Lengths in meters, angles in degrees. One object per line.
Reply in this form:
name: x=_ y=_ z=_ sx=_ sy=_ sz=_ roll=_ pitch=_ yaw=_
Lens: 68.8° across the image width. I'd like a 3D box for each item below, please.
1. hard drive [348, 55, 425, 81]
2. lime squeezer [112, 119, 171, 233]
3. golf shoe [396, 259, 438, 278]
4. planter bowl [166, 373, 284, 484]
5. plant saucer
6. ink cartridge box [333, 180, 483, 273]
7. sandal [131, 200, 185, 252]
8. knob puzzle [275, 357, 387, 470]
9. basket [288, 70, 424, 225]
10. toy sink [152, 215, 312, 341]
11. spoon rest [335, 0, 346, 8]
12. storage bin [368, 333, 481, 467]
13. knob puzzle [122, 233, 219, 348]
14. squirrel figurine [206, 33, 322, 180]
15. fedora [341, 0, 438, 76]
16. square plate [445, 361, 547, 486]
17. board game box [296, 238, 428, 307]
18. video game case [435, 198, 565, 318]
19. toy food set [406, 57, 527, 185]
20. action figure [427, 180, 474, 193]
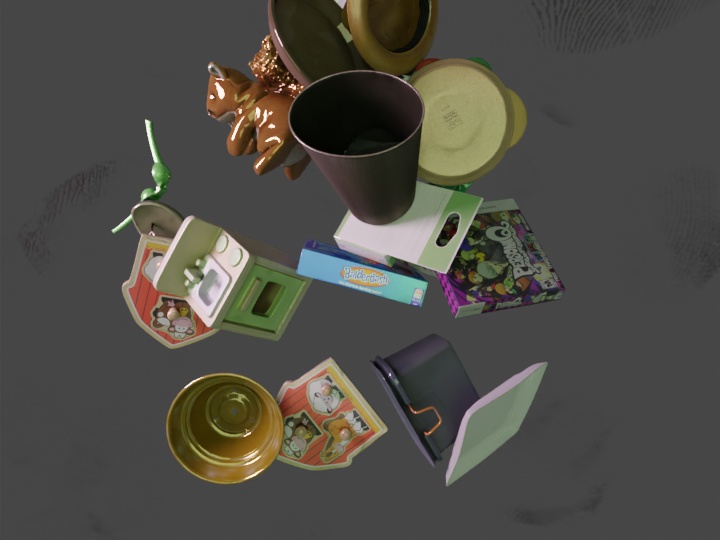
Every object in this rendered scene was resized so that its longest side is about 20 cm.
hard drive: x=0.036 y=-0.282 z=0.875 sx=0.199 sy=0.042 sz=0.136 roll=2 pitch=100 yaw=-2
lime squeezer: x=-0.359 y=-0.144 z=0.881 sx=0.070 sy=0.038 sz=0.201 roll=20 pitch=99 yaw=-6
golf shoe: x=0.116 y=-0.032 z=0.896 sx=0.199 sy=0.092 sz=0.073 roll=19 pitch=101 yaw=-4
planter bowl: x=-0.230 y=0.264 z=0.931 sx=0.199 sy=0.083 sz=0.202 roll=0 pitch=99 yaw=-2
plant saucer: x=-0.059 y=-0.330 z=0.772 sx=0.029 sy=0.200 sz=0.201 roll=-24 pitch=102 yaw=39
ink cartridge box: x=0.076 y=-0.074 z=0.836 sx=0.199 sy=0.048 sz=0.146 roll=21 pitch=70 yaw=24
sandal: x=-0.316 y=-0.026 z=0.888 sx=0.079 sy=0.057 sz=0.202 roll=-23 pitch=105 yaw=6
knob puzzle: x=-0.079 y=0.286 z=0.962 sx=0.218 sy=0.030 sz=0.221 roll=0 pitch=100 yaw=-3
basket: x=0.011 y=-0.161 z=0.753 sx=0.179 sy=0.200 sz=0.137 roll=9 pitch=69 yaw=15
toy sink: x=-0.194 y=0.019 z=0.828 sx=0.200 sy=0.112 sz=0.131 roll=24 pitch=99 yaw=-48
spoon rest: x=-0.007 y=-0.473 z=0.833 sx=0.200 sy=0.061 sz=0.100 roll=-36 pitch=99 yaw=2
storage bin: x=0.126 y=0.215 z=0.921 sx=0.134 sy=0.146 sz=0.201 roll=-32 pitch=100 yaw=-8
knob puzzle: x=-0.296 y=0.050 z=0.886 sx=0.218 sy=0.030 sz=0.221 roll=-9 pitch=118 yaw=-17
squirrel figurine: x=-0.145 y=-0.268 z=0.824 sx=0.187 sy=0.141 sz=0.200 roll=44 pitch=113 yaw=8
fedora: x=0.036 y=-0.396 z=0.801 sx=0.200 sy=0.082 sz=0.202 roll=-19 pitch=118 yaw=-41
square plate: x=0.226 y=0.257 z=0.900 sx=0.197 sy=0.028 sz=0.201 roll=-22 pitch=136 yaw=-31
board game box: x=0.000 y=0.000 z=0.865 sx=0.199 sy=0.152 sz=0.045 roll=15 pitch=98 yaw=-6
video game case: x=0.203 y=-0.027 z=0.850 sx=0.180 sy=0.201 sz=0.036 roll=-8 pitch=144 yaw=-12
toy food set: x=0.143 y=-0.235 z=0.827 sx=0.198 sy=0.049 sz=0.200 roll=43 pitch=100 yaw=0
action figure: x=0.169 y=-0.186 z=0.892 sx=0.118 sy=0.055 sz=0.201 roll=24 pitch=101 yaw=-8
